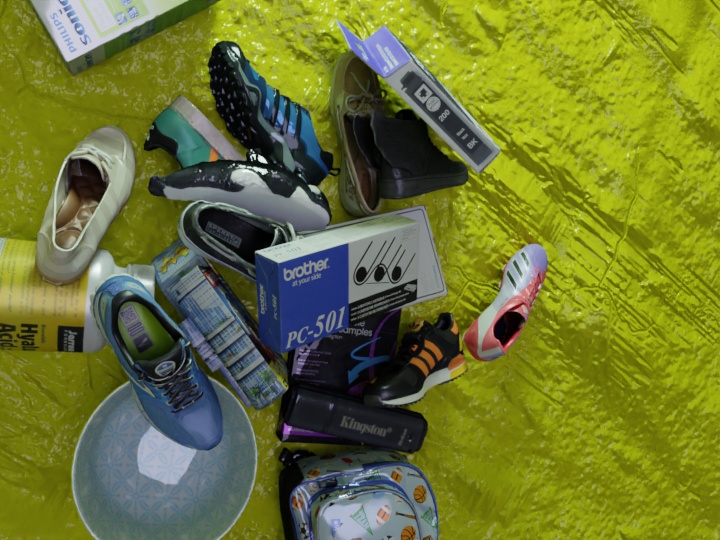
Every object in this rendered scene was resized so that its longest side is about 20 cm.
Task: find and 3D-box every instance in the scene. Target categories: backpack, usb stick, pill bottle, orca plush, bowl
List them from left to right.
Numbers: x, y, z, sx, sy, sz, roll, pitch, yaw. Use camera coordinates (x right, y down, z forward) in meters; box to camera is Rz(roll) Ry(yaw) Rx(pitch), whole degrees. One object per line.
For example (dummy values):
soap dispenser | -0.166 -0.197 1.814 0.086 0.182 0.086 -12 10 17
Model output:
pill bottle | -0.320 0.028 0.712 0.194 0.111 0.115 4 94 -21
bowl | -0.220 0.207 0.765 0.194 0.107 0.207 0 89 -21
orca plush | -0.127 -0.094 0.741 0.194 0.106 0.073 1 56 -4
usb stick | -0.005 0.187 0.852 0.196 0.032 0.057 19 90 -22
backpack | 0.004 0.313 0.840 0.186 0.153 0.206 -11 101 -24

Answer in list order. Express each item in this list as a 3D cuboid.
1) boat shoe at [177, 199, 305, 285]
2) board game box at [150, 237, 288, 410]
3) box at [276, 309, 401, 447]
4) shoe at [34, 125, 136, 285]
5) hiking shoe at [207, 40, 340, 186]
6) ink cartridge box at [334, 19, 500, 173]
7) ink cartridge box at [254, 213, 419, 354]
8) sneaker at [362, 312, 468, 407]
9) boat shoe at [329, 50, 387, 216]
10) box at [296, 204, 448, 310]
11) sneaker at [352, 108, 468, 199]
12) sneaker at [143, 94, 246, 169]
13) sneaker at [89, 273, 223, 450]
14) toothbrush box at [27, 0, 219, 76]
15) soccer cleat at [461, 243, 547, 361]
boat shoe | -0.092 -0.020 0.712 0.197 0.068 0.075 31 74 -27
board game box | -0.161 0.054 0.750 0.061 0.200 0.202 -37 93 -6
box | -0.025 0.120 0.874 0.139 0.036 0.206 8 91 -21
shoe | -0.277 -0.080 0.697 0.068 0.054 0.204 15 54 -13
hiking shoe | -0.106 -0.181 0.805 0.086 0.073 0.203 -41 110 -34
ink cartridge box | 0.060 -0.219 0.782 0.199 0.200 0.043 38 108 -24
ink cartridge box | -0.018 0.008 0.716 0.197 0.044 0.097 -17 116 -40
sneaker | 0.065 0.109 0.865 0.198 0.069 0.093 -14 95 -49
boat shoe | 0.006 -0.170 0.842 0.071 0.062 0.206 -8 98 -19
box | 0.000 0.000 0.829 0.195 0.060 0.120 -15 85 -24
sneaker | 0.069 -0.149 0.834 0.197 0.059 0.107 -20 108 -45
sneaker | -0.163 -0.100 0.785 0.080 0.071 0.200 -45 103 -7
sneaker | -0.197 0.100 0.668 0.078 0.089 0.203 -36 110 -18
toothbrush box | -0.257 -0.324 0.715 0.197 0.086 0.148 -32 105 -14
soccer cleat | 0.213 0.042 0.920 0.067 0.076 0.201 49 64 -17
